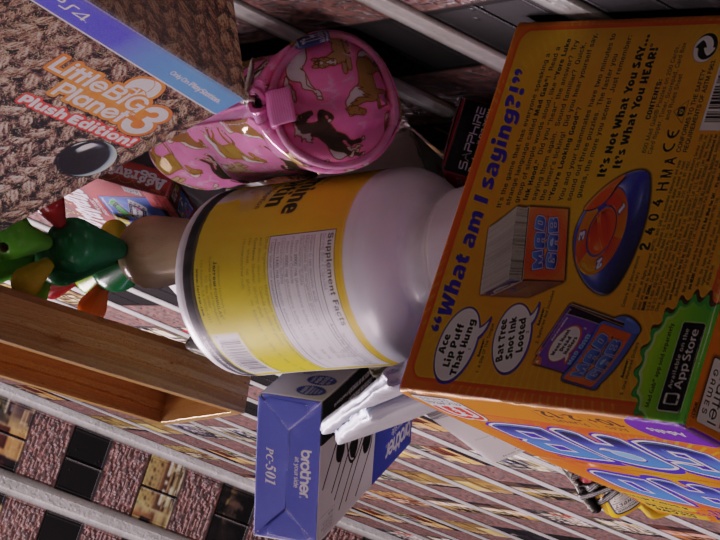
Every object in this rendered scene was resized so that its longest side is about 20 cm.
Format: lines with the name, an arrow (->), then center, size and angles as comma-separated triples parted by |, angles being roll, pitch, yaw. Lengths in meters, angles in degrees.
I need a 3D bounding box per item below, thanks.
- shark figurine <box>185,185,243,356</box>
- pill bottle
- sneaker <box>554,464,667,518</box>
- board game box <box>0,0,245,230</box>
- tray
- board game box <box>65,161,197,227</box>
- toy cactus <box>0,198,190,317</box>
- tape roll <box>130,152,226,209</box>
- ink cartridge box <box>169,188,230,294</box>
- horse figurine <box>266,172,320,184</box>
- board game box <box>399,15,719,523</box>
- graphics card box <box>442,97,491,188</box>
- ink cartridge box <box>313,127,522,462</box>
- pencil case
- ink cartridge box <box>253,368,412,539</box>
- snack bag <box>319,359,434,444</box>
shark figurine -> -0.039, -0.001, 1.700 | 0.128, 0.090, 0.215 | 4, -162, -1
pill bottle -> 0.000, 0.000, 1.520 | 0.200, 0.112, 0.112 | -6, 156, 39
sneaker -> 0.153, 0.104, 1.640 | 0.078, 0.082, 0.200 | -25, 154, 30
board game box -> -0.187, -0.114, 1.351 | 0.200, 0.097, 0.159 | -27, 145, 27
tray -> -0.177, 0.051, 1.650 | 0.200, 0.037, 0.099 | 18, 163, -32
board game box -> -0.154, -0.042, 1.750 | 0.103, 0.019, 0.200 | 17, 169, 10
toy cactus -> -0.164, -0.017, 1.671 | 0.165, 0.102, 0.200 | -4, 161, 10
tape roll -> -0.180, -0.094, 1.761 | 0.200, 0.066, 0.200 | 17, 169, 3
ink cartridge box -> -0.088, -0.006, 2.034 | 0.117, 0.067, 0.200 | 15, 169, 13
horse figurine -> -0.007, -0.040, 1.790 | 0.132, 0.050, 0.200 | 5, 166, 30
board game box -> 0.179, 0.007, 1.306 | 0.200, 0.200, 0.200 | 26, 167, -36
graphics card box -> 0.151, -0.037, 1.540 | 0.200, 0.051, 0.125 | 15, 168, 11
ink cartridge box -> 0.058, 0.019, 1.679 | 0.085, 0.146, 0.200 | -27, 151, 12
pencil case -> -0.056, -0.089, 1.537 | 0.087, 0.083, 0.200 | 48, 160, -17
ink cartridge box -> -0.013, 0.094, 1.694 | 0.044, 0.094, 0.200 | 8, -163, 16
snack bag -> 0.081, 0.049, 1.500 | 0.188, 0.021, 0.200 | -19, 172, -15
